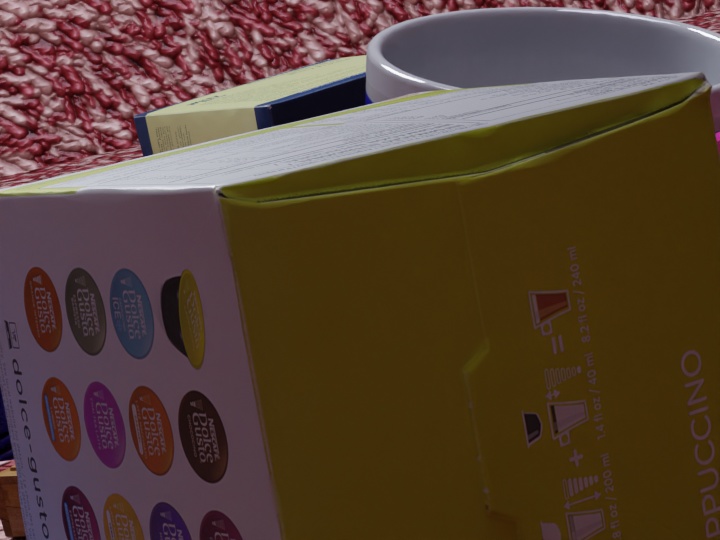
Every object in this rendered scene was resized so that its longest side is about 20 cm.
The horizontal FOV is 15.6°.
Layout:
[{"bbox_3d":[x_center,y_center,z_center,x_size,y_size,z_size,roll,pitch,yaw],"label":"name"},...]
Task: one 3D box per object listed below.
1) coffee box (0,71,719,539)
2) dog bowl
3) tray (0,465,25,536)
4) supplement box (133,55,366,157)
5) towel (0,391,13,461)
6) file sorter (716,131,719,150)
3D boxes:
[{"bbox_3d":[0.005,0.048,0.924,0.200,0.200,0.198,-14,8,-31],"label":"coffee box"},{"bbox_3d":[0.101,-0.076,1.350,0.199,0.079,0.200,1,19,-1],"label":"dog bowl"},{"bbox_3d":[-0.086,0.088,1.360,0.098,0.037,0.200,-6,11,38],"label":"tray"},{"bbox_3d":[-0.031,-0.083,2.021,0.200,0.135,0.200,-19,11,-34],"label":"supplement box"},{"bbox_3d":[-0.110,0.047,1.403,0.147,0.050,0.200,-14,-9,-46],"label":"towel"},{"bbox_3d":[0.215,0.005,1.115,0.125,0.139,0.200,-3,13,41],"label":"file sorter"}]
